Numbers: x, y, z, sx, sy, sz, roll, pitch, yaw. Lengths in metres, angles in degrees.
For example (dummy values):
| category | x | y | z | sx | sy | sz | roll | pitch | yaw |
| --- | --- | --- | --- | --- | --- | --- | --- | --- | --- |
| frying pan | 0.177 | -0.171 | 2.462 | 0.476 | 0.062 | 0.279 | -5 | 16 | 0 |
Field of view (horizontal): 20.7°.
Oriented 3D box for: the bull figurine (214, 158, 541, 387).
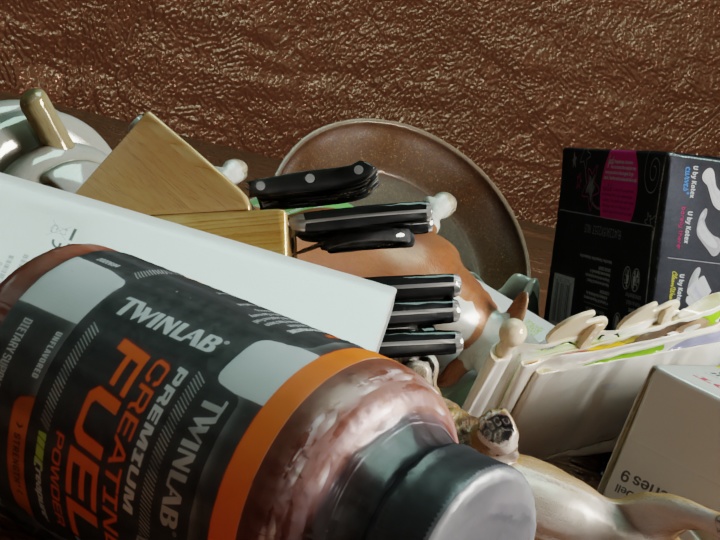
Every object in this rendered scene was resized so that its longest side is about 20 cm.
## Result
| category | x | y | z | sx | sy | sz | roll | pitch | yaw |
| --- | --- | --- | --- | --- | --- | --- | --- | --- | --- |
| bull figurine | 0.000 | 0.000 | 1.011 | 0.199 | 0.065 | 0.122 | 13 | 24 | -6 |

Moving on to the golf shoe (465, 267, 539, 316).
| category | x | y | z | sx | sy | sz | roll | pitch | yaw |
| --- | --- | --- | --- | --- | --- | --- | --- | --- | --- |
| golf shoe | 0.030 | 0.033 | 1.244 | 0.199 | 0.089 | 0.077 | 9 | 11 | -38 |

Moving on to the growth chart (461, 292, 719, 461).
| category | x | y | z | sx | sy | sz | roll | pitch | yaw |
| --- | --- | --- | --- | --- | --- | --- | --- | --- | --- |
| growth chart | 0.131 | 0.058 | 1.013 | 0.199 | 0.145 | 0.018 | -5 | 52 | -33 |

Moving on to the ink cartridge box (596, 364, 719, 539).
| category | x | y | z | sx | sy | sz | roll | pitch | yaw |
| --- | --- | --- | --- | --- | --- | --- | --- | --- | --- |
| ink cartridge box | 0.228 | 0.114 | 0.990 | 0.145 | 0.088 | 0.200 | 26 | 12 | 31 |

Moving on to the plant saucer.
| category | x | y | z | sx | sy | sz | roll | pitch | yaw |
| --- | --- | --- | --- | --- | --- | --- | --- | --- | --- |
| plant saucer | 0.022 | -0.011 | 1.360 | 0.200 | 0.201 | 0.037 | 14 | -33 | -19 |

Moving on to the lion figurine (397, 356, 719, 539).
| category | x | y | z | sx | sy | sz | roll | pitch | yaw |
| --- | --- | --- | --- | --- | --- | --- | --- | --- | --- |
| lion figurine | 0.085 | 0.105 | 0.881 | 0.199 | 0.073 | 0.123 | 30 | -8 | 2 |

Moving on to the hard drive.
| category | x | y | z | sx | sy | sz | roll | pitch | yaw |
| --- | --- | --- | --- | --- | --- | --- | --- | --- | --- |
| hard drive | -0.098 | 0.033 | 0.807 | 0.199 | 0.132 | 0.026 | 17 | -38 | 4 |

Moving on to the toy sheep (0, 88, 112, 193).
| category | x | y | z | sx | sy | sz | roll | pitch | yaw |
| --- | --- | --- | --- | --- | --- | --- | --- | --- | --- |
| toy sheep | -0.180 | -0.028 | 1.029 | 0.137 | 0.139 | 0.200 | 11 | 3 | -41 |

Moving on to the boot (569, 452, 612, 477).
| category | x | y | z | sx | sy | sz | roll | pitch | yaw |
| --- | --- | --- | --- | --- | --- | --- | --- | --- | --- |
| boot | 0.220 | 0.099 | 1.201 | 0.197 | 0.074 | 0.162 | 8 | 4 | -5 |

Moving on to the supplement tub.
| category | x | y | z | sx | sy | sz | roll | pitch | yaw |
| --- | --- | --- | --- | --- | --- | --- | --- | --- | --- |
| supplement tub | -0.040 | 0.065 | 0.667 | 0.199 | 0.107 | 0.107 | 19 | 7 | 34 |

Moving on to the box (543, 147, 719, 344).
| category | x | y | z | sx | sy | sz | roll | pitch | yaw |
| --- | --- | --- | --- | --- | --- | --- | --- | --- | --- |
| box | 0.197 | -0.003 | 1.193 | 0.114 | 0.133 | 0.200 | 6 | 3 | -11 |

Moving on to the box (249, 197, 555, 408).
| category | x | y | z | sx | sy | sz | roll | pitch | yaw |
| --- | --- | --- | --- | --- | --- | --- | --- | --- | --- |
| box | -0.011 | 0.023 | 1.066 | 0.200 | 0.036 | 0.144 | 33 | 38 | 31 |

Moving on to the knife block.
| category | x | y | z | sx | sy | sz | roll | pitch | yaw |
| --- | --- | --- | --- | --- | --- | --- | --- | --- | --- |
| knife block | -0.060 | 0.024 | 0.883 | 0.175 | 0.200 | 0.064 | 42 | -3 | 6 |
